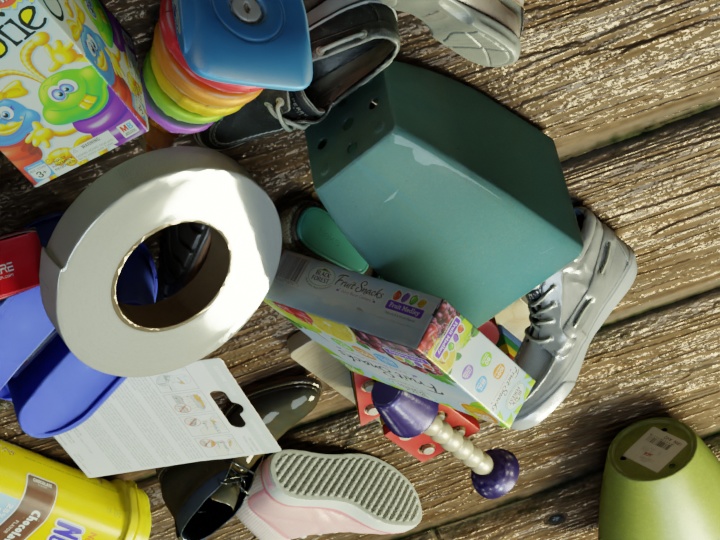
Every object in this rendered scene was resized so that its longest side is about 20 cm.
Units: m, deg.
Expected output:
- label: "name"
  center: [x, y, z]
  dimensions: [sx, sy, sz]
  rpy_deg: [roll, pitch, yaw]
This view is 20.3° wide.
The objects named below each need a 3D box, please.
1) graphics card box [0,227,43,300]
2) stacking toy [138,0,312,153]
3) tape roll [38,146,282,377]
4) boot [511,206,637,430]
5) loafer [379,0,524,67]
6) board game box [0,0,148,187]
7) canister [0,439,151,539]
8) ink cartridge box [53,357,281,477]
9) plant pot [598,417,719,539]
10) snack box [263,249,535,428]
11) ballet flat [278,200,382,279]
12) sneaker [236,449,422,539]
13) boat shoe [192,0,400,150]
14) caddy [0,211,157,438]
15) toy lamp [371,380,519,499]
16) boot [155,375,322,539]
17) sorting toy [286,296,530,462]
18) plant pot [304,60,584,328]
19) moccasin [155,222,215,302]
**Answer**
- label: "graphics card box"
  center: [-0.356, 0.022, 1.600]
  dimensions: [0.200, 0.051, 0.125]
  rpy_deg: [-17, -177, 42]
- label: "stacking toy"
  center: [-0.129, -0.148, 1.541]
  dimensions: [0.110, 0.116, 0.200]
  rpy_deg: [5, 151, -29]
- label: "tape roll"
  center: [-0.158, -0.005, 1.601]
  dimensions: [0.202, 0.037, 0.203]
  rpy_deg: [-21, 134, -23]
- label: "boot"
  center: [0.165, 0.039, 1.801]
  dimensions: [0.096, 0.073, 0.200]
  rpy_deg: [41, 75, -38]
- label: "loafer"
  center: [0.053, -0.227, 1.527]
  dimensions: [0.072, 0.063, 0.200]
  rpy_deg: [-4, 152, 45]
- label: "board game box"
  center: [-0.251, -0.172, 1.455]
  dimensions: [0.103, 0.105, 0.200]
  rpy_deg: [-25, 140, 12]
- label: "canister"
  center: [-0.325, 0.239, 1.933]
  dimensions: [0.200, 0.087, 0.148]
  rpy_deg: [27, 125, -37]
- label: "ink cartridge box"
  center: [-0.191, 0.121, 1.831]
  dimensions: [0.200, 0.057, 0.163]
  rpy_deg: [-13, 141, 14]
- label: "plant pot"
  center: [0.322, 0.255, 2.090]
  dimensions: [0.187, 0.187, 0.200]
  rpy_deg: [-17, 125, 4]
- label: "snack box"
  center: [0.028, 0.055, 1.663]
  dimensions: [0.142, 0.200, 0.053]
  rpy_deg: [39, 75, -41]
- label: "ballet flat"
  center: [0.000, 0.000, 1.761]
  dimensions: [0.200, 0.068, 0.075]
  rpy_deg: [30, 157, -26]
- label: "sneaker"
  center: [-0.040, 0.234, 2.024]
  dimensions: [0.200, 0.075, 0.105]
  rpy_deg: [16, 142, -36]
- label: "boat shoe"
  center: [-0.054, -0.146, 1.574]
  dimensions: [0.200, 0.064, 0.071]
  rpy_deg: [-34, 136, 24]
- label: "caddy"
  center: [-0.260, 0.043, 1.704]
  dimensions: [0.141, 0.105, 0.200]
  rpy_deg: [37, 107, -27]
- label: "toy lamp"
  center: [0.078, 0.151, 1.860]
  dimensions: [0.058, 0.058, 0.200]
  rpy_deg: [-31, 139, 20]
- label: "boot"
  center: [-0.109, 0.183, 1.919]
  dimensions: [0.200, 0.097, 0.075]
  rpy_deg: [-34, 136, 23]
- label: "sorting toy"
  center: [0.070, 0.087, 1.880]
  dimensions: [0.200, 0.070, 0.199]
  rpy_deg: [-31, 137, 20]
- label: "plant pot"
  center: [0.057, -0.072, 1.641]
  dimensions: [0.141, 0.141, 0.200]
  rpy_deg: [-36, 131, 24]
- label: "moccasin"
  center: [-0.131, 0.005, 1.722]
  dimensions: [0.078, 0.074, 0.202]
  rpy_deg: [-5, 140, -17]
